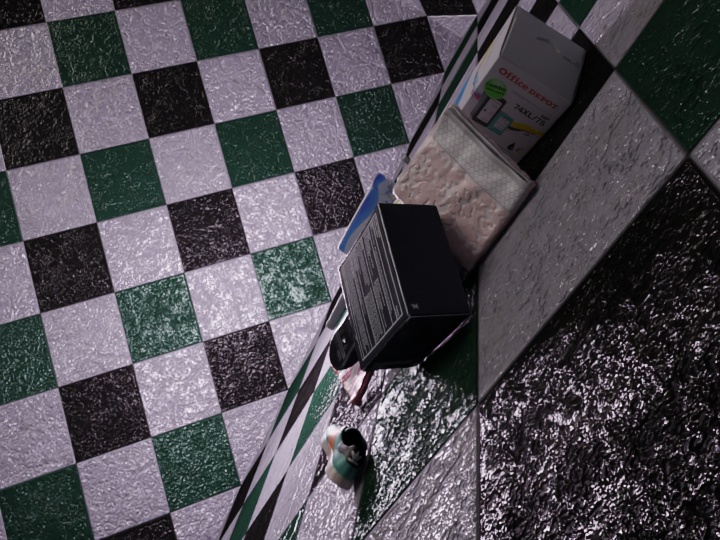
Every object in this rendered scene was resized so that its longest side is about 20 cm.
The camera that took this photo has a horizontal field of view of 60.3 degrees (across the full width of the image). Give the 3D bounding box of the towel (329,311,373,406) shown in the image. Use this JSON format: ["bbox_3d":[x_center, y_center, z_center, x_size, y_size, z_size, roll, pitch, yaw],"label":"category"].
[{"bbox_3d":[-0.017,0.193,1.417,0.147,0.022,0.200,-69,26,15],"label":"towel"}]

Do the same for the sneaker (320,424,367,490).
[{"bbox_3d":[-0.023,0.322,1.144,0.081,0.071,0.200,-56,11,4],"label":"sneaker"}]

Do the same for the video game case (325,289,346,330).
[{"bbox_3d":[0.000,0.000,1.250,0.203,0.022,0.183,-62,-1,25],"label":"video game case"}]

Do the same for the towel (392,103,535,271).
[{"bbox_3d":[0.161,-0.133,1.014,0.032,0.201,0.193,-19,-30,-48],"label":"towel"}]

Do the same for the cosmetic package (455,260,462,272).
[{"bbox_3d":[0.156,-0.050,1.180,0.201,0.072,0.104,-70,2,-62],"label":"cosmetic package"}]

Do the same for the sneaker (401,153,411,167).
[{"bbox_3d":[0.134,-0.178,1.168,0.078,0.138,0.201,-53,12,23],"label":"sneaker"}]

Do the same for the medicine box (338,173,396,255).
[{"bbox_3d":[0.075,-0.090,1.473,0.184,0.197,0.104,-58,5,28],"label":"medicine box"}]

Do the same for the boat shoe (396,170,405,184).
[{"bbox_3d":[0.117,-0.179,1.290,0.074,0.066,0.201,-32,-14,22],"label":"boat shoe"}]

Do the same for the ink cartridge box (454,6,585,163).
[{"bbox_3d":[0.263,-0.306,1.075,0.148,0.144,0.201,-64,6,-33],"label":"ink cartridge box"}]

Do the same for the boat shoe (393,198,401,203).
[{"bbox_3d":[0.091,-0.039,1.226,0.070,0.067,0.206,3,80,38],"label":"boat shoe"}]

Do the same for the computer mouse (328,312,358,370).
[{"bbox_3d":[-0.006,0.143,1.331,0.201,0.051,0.141,-55,41,40],"label":"computer mouse"}]

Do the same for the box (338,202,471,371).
[{"bbox_3d":[0.065,0.031,1.023,0.199,0.120,0.205,125,138,-53],"label":"box"}]
